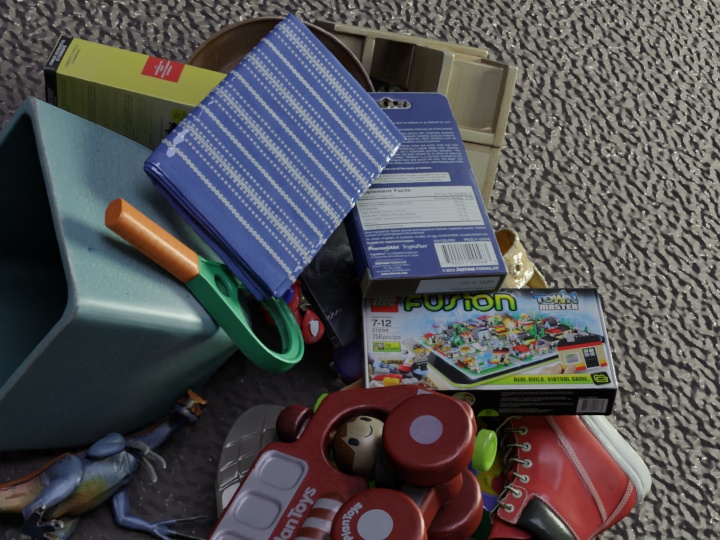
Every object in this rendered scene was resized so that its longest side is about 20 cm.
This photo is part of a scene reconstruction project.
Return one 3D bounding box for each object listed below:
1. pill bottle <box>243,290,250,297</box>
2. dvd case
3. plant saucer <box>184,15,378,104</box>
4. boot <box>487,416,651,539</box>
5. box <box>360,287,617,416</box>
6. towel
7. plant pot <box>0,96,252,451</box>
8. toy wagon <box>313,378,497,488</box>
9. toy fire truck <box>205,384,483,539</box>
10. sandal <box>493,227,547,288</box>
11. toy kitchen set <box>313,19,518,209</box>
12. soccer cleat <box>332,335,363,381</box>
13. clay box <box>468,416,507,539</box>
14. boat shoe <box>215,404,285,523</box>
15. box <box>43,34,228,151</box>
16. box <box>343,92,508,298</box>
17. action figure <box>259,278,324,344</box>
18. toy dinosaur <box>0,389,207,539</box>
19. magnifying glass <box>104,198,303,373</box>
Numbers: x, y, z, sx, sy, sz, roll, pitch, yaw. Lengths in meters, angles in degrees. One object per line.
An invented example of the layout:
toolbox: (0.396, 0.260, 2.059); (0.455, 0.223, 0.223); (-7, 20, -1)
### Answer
pill bottle: (-0.163, -0.067, 1.258); (0.198, 0.113, 0.113); (26, 48, 0)
dvd case: (0.009, -0.043, 1.252); (0.199, 0.016, 0.150); (-34, 93, -39)
plant saucer: (-0.081, -0.132, 1.339); (0.197, 0.037, 0.204); (0, 88, -4)
boot: (0.126, 0.144, 1.178); (0.144, 0.073, 0.200); (-33, 73, -32)
box: (0.099, 0.065, 1.161); (0.197, 0.035, 0.111); (-1, 46, -3)
towel: (-0.064, -0.089, 1.122); (0.145, 0.024, 0.200); (47, 57, -11)
plant pot: (-0.202, 0.020, 1.128); (0.198, 0.196, 0.198); (13, 46, -41)
toy wagon: (0.014, 0.175, 1.139); (0.153, 0.040, 0.202); (10, 59, 24)
toy fire truck: (-0.007, 0.162, 1.050); (0.166, 0.113, 0.201); (16, 56, 22)
sandal: (0.109, -0.005, 1.238); (0.209, 0.070, 0.078); (16, 20, -28)
toy kitchen set: (0.027, -0.142, 1.419); (0.161, 0.183, 0.200); (7, 11, -20)
soccer cleat: (0.000, 0.000, 1.277); (0.076, 0.066, 0.202); (33, 58, -29)
clay box: (0.114, 0.127, 1.259); (0.114, 0.048, 0.200); (34, 50, 5)
boat shoe: (-0.082, 0.201, 1.107); (0.073, 0.074, 0.202); (11, 56, -9)
box: (-0.157, -0.130, 1.181); (0.197, 0.076, 0.051); (14, 48, 3)
box: (0.040, -0.067, 1.211); (0.119, 0.033, 0.202); (-2, 55, -18)
action figure: (-0.086, -0.024, 1.153); (0.202, 0.051, 0.066); (61, 10, -19)
toy dinosaur: (-0.201, 0.143, 1.090); (0.198, 0.106, 0.182); (25, 39, 6)
magnifying glass: (-0.112, 0.010, 1.068); (0.200, 0.022, 0.080); (41, 27, -37)
